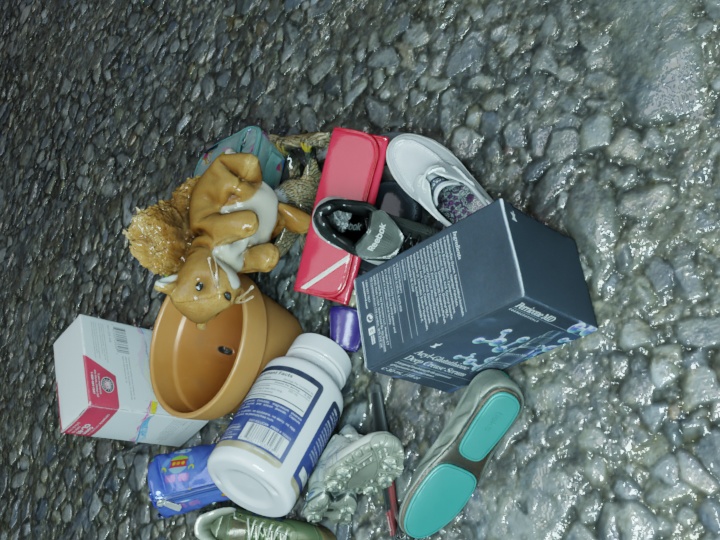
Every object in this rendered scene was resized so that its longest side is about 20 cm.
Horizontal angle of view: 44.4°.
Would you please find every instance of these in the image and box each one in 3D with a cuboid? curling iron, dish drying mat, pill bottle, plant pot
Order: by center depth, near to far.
[{"bbox_3d":[0.038,0.222,1.010,0.049,0.026,0.203,-24,52,12],"label":"curling iron"},{"bbox_3d":[-0.086,0.174,1.034,0.110,0.112,0.201,-12,35,41],"label":"pill bottle"},{"bbox_3d":[-0.023,-0.066,1.048,0.075,0.018,0.204,13,89,23],"label":"dish drying mat"},{"bbox_3d":[-0.166,0.104,1.168,0.198,0.139,0.204,-18,63,40],"label":"plant pot"}]

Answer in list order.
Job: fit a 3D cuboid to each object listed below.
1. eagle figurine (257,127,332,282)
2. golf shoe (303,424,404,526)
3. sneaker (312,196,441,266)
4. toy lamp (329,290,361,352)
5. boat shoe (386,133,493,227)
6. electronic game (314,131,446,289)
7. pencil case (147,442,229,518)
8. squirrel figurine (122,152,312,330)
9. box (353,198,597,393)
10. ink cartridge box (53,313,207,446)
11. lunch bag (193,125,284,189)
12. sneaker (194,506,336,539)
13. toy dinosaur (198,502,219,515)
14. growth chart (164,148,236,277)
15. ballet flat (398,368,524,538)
[{"bbox_3d":[-0.078,-0.084,1.184,0.152,0.148,0.204,-95,-2,-78],"label":"eagle figurine"},{"bbox_3d":[-0.014,0.211,0.998,0.200,0.077,0.099,-50,31,47],"label":"golf shoe"},{"bbox_3d":[0.032,-0.031,0.978,0.197,0.090,0.068,21,93,6],"label":"sneaker"},{"bbox_3d":[0.000,0.000,1.104,0.058,0.058,0.204,3,77,44],"label":"toy lamp"},{"bbox_3d":[0.096,-0.086,0.986,0.072,0.068,0.201,-40,70,9],"label":"boat shoe"},{"bbox_3d":[0.036,-0.068,1.062,0.196,0.042,0.205,-3,80,18],"label":"electronic game"},{"bbox_3d":[-0.179,0.260,1.120,0.196,0.079,0.087,-15,22,16],"label":"pencil case"},{"bbox_3d":[-0.186,-0.027,1.062,0.197,0.142,0.189,7,63,32],"label":"squirrel figurine"},{"bbox_3d":[0.116,0.034,0.911,0.198,0.147,0.109,-30,57,34],"label":"box"},{"bbox_3d":[-0.328,0.162,1.262,0.085,0.198,0.149,-39,51,27],"label":"ink cartridge box"},{"bbox_3d":[-0.186,-0.111,1.292,0.159,0.076,0.204,-20,52,43],"label":"lunch bag"},{"bbox_3d":[-0.126,0.332,1.080,0.198,0.089,0.069,-2,72,43],"label":"sneaker"},{"bbox_3d":[-0.183,0.278,1.192,0.199,0.047,0.089,-38,45,24],"label":"toy dinosaur"},{"bbox_3d":[-0.217,-0.075,1.211,0.201,0.018,0.144,-55,32,-3],"label":"growth chart"},{"bbox_3d":[0.104,0.193,0.938,0.202,0.067,0.064,-57,18,11],"label":"ballet flat"}]
